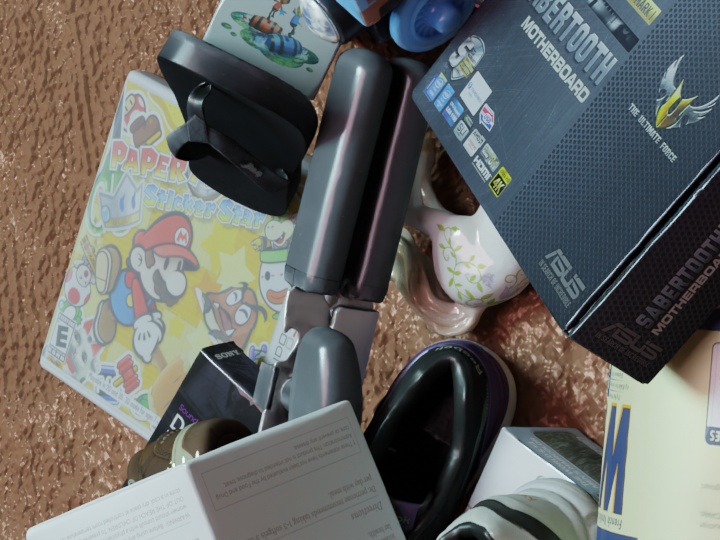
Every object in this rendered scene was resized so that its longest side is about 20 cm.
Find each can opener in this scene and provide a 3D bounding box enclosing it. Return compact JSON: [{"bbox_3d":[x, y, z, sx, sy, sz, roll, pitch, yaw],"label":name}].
[{"bbox_3d":[0.000,0.000,1.105,0.067,0.053,0.201,25,104,54],"label":"can opener"}]

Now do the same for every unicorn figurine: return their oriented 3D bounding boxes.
[{"bbox_3d":[0.080,-0.041,1.110,0.138,0.074,0.200,63,142,27],"label":"unicorn figurine"}]

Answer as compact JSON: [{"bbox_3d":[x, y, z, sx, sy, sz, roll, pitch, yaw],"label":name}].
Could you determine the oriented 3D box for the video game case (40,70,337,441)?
[{"bbox_3d":[-0.087,0.008,1.287,0.200,0.023,0.183,29,106,41],"label":"video game case"}]

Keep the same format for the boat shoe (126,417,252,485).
[{"bbox_3d":[-0.072,0.178,1.172,0.075,0.075,0.203,-15,78,32],"label":"boat shoe"}]

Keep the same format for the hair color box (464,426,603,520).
[{"bbox_3d":[0.076,0.182,1.091,0.099,0.061,0.201,36,111,38],"label":"hair color box"}]

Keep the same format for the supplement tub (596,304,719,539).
[{"bbox_3d":[0.168,0.096,0.953,0.145,0.145,0.201,4,88,43],"label":"supplement tub"}]

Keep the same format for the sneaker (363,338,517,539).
[{"bbox_3d":[0.007,0.124,1.109,0.076,0.088,0.201,21,91,11],"label":"sneaker"}]

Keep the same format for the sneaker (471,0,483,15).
[{"bbox_3d":[0.088,-0.139,1.107,0.095,0.079,0.200,-51,48,36],"label":"sneaker"}]

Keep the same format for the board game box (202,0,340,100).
[{"bbox_3d":[-0.001,-0.197,1.138,0.064,0.148,0.200,24,109,-3],"label":"board game box"}]

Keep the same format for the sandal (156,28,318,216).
[{"bbox_3d":[-0.060,-0.058,1.139,0.076,0.200,0.043,25,76,10],"label":"sandal"}]

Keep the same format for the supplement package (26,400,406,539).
[{"bbox_3d":[-0.040,0.178,1.049,0.117,0.117,0.201,-26,84,39],"label":"supplement package"}]

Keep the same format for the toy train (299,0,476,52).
[{"bbox_3d":[0.048,-0.179,1.008,0.200,0.114,0.087,-39,59,-6],"label":"toy train"}]

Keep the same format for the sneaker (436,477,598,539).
[{"bbox_3d":[0.074,0.190,1.001,0.074,0.080,0.201,-20,77,36],"label":"sneaker"}]

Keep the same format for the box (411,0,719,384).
[{"bbox_3d":[0.111,-0.074,0.934,0.158,0.051,0.200,-49,34,15],"label":"box"}]

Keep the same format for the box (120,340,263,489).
[{"bbox_3d":[-0.071,0.158,1.227,0.143,0.036,0.200,39,112,22],"label":"box"}]
